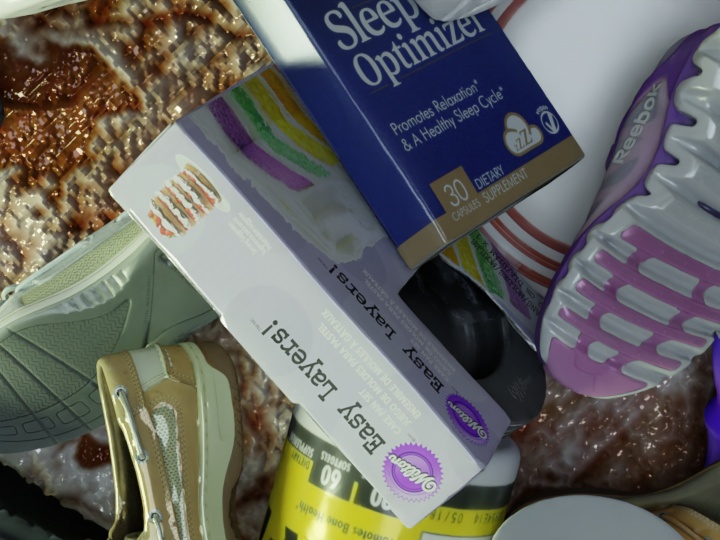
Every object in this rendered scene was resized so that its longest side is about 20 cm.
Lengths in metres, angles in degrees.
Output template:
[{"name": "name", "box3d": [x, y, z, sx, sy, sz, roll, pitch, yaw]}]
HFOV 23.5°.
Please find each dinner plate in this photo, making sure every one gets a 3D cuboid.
[{"name": "dinner plate", "box3d": [0.131, -0.079, 0.857, 0.199, 0.024, 0.201, 0, 98, -2]}]

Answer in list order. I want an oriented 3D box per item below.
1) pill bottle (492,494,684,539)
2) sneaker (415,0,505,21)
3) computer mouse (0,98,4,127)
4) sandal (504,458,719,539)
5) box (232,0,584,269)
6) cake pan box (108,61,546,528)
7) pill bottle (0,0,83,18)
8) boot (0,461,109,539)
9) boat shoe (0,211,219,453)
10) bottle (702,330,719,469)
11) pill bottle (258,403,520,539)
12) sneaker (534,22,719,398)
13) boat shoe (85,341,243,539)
[{"name": "pill bottle", "box3d": [0.100, 0.212, 0.815, 0.113, 0.114, 0.201, 1, 124, -1]}, {"name": "sneaker", "box3d": [0.086, -0.208, 0.802, 0.198, 0.080, 0.130, -26, 71, -9]}, {"name": "computer mouse", "box3d": [-0.254, -0.152, 0.829, 0.138, 0.053, 0.201, -8, 109, 1]}, {"name": "sandal", "box3d": [0.156, 0.137, 0.835, 0.199, 0.054, 0.081, -11, 112, 26]}, {"name": "box", "box3d": [0.009, -0.110, 0.788, 0.032, 0.121, 0.200, -37, 86, 44]}, {"name": "cake pan box", "box3d": [0.000, 0.000, 0.775, 0.052, 0.184, 0.200, -41, 91, 26]}, {"name": "pill bottle", "box3d": [-0.147, -0.225, 0.787, 0.110, 0.111, 0.201, -16, 98, 1]}, {"name": "boot", "box3d": [-0.204, 0.183, 0.856, 0.200, 0.076, 0.169, 35, 93, -15]}, {"name": "boat shoe", "box3d": [-0.124, 0.016, 0.852, 0.202, 0.065, 0.074, -39, 116, 10]}, {"name": "bottle", "box3d": [0.214, 0.036, 0.836, 0.083, 0.065, 0.201, 27, 115, 23]}, {"name": "pill bottle", "box3d": [-0.001, 0.165, 0.843, 0.114, 0.114, 0.201, 14, 97, -3]}, {"name": "sneaker", "box3d": [0.142, -0.034, 0.806, 0.080, 0.088, 0.201, 31, 88, -21]}, {"name": "boat shoe", "box3d": [-0.097, 0.135, 0.809, 0.076, 0.072, 0.201, -2, 84, -28]}]
